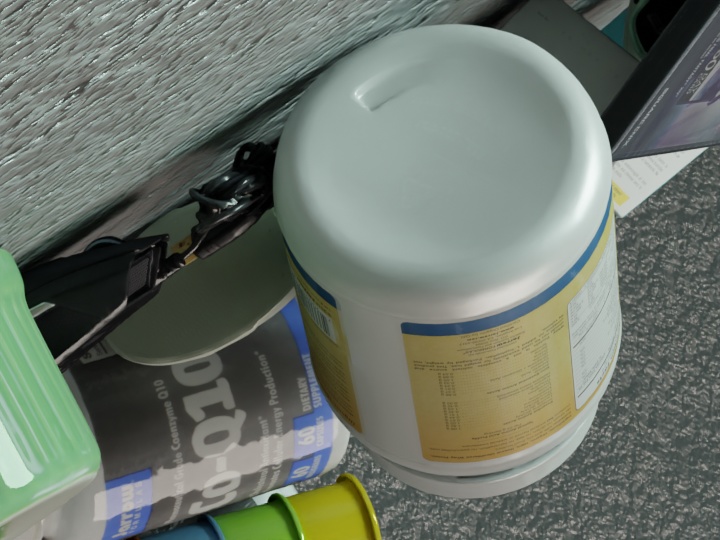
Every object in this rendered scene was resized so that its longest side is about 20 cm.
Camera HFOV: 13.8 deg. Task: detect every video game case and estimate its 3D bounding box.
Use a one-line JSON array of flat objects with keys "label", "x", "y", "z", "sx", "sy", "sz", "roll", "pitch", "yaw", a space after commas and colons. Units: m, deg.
[{"label": "video game case", "x": 0.190, "y": -0.117, "z": 1.454, "sx": 0.143, "sy": 0.019, "sz": 0.200, "roll": -54, "pitch": 162, "yaw": 20}]

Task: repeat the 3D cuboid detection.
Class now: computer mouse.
[{"label": "computer mouse", "x": -0.115, "y": 0.002, "z": 1.323, "sx": 0.200, "sy": 0.046, "sz": 0.140, "roll": -39, "pitch": 179, "yaw": 17}]

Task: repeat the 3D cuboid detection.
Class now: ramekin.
[{"label": "ramekin", "x": -0.200, "y": 0.085, "z": 1.183, "sx": 0.200, "sy": 0.098, "sz": 0.200, "roll": -32, "pitch": 176, "yaw": -2}]

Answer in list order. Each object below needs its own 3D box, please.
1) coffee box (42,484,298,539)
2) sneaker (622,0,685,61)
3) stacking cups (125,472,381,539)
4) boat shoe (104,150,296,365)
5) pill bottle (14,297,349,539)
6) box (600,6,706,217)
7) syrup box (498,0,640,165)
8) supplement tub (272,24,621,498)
[{"label": "coffee box", "x": -0.164, "y": 0.153, "z": 1.609, "sx": 0.198, "sy": 0.200, "sz": 0.200, "roll": -30, "pitch": 175, "yaw": -27}, {"label": "sneaker", "x": 0.158, "y": -0.134, "z": 1.522, "sx": 0.118, "sy": 0.074, "sz": 0.200, "roll": -38, "pitch": 170, "yaw": -32}, {"label": "stacking cups", "x": -0.090, "y": 0.157, "z": 1.497, "sx": 0.200, "sy": 0.061, "sz": 0.061, "roll": -15, "pitch": 171, "yaw": -18}, {"label": "boat shoe", "x": -0.035, "y": -0.020, "z": 1.431, "sx": 0.201, "sy": 0.070, "sz": 0.072, "roll": -36, "pitch": 170, "yaw": 7}, {"label": "pill bottle", "x": -0.116, "y": 0.074, "z": 1.479, "sx": 0.200, "sy": 0.114, "sz": 0.114, "roll": -17, "pitch": 170, "yaw": -25}, {"label": "box", "x": 0.193, "y": -0.126, "z": 1.672, "sx": 0.200, "sy": 0.082, "sz": 0.049, "roll": -40, "pitch": -141, "yaw": 10}, {"label": "syrup box", "x": 0.075, "y": -0.048, "z": 1.525, "sx": 0.081, "sy": 0.079, "sz": 0.200, "roll": -46, "pitch": 170, "yaw": -30}, {"label": "supplement tub", "x": 0.042, "y": 0.002, "z": 1.319, "sx": 0.145, "sy": 0.145, "sz": 0.200, "roll": -32, "pitch": 150, "yaw": -13}]
